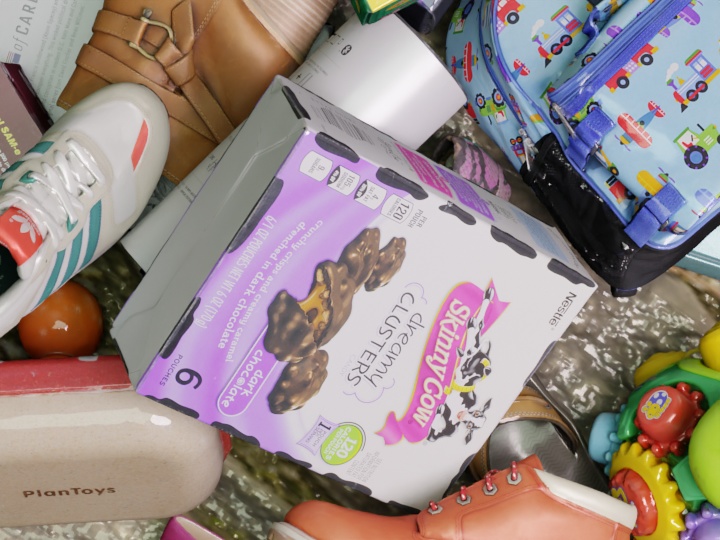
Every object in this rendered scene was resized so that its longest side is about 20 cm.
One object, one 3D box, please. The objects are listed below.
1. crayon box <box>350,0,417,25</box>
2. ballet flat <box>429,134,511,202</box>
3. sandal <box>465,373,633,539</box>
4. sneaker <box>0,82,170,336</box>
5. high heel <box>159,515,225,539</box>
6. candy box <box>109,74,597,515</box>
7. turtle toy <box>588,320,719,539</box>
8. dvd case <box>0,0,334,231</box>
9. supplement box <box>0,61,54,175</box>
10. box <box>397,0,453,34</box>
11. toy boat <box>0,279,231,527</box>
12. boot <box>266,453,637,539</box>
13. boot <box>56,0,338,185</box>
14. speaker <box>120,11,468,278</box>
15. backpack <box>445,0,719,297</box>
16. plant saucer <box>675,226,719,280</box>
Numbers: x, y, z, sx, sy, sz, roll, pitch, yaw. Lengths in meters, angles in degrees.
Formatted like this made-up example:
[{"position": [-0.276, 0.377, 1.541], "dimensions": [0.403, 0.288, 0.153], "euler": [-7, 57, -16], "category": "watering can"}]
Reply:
[{"position": [0.064, -0.229, 1.218], "dimensions": [0.199, 0.058, 0.120], "euler": [-26, 90, -2], "category": "crayon box"}, {"position": [0.000, 0.000, 1.312], "dimensions": [0.200, 0.069, 0.071], "euler": [-46, 115, -4], "category": "ballet flat"}, {"position": [0.085, 0.103, 1.323], "dimensions": [0.082, 0.055, 0.200], "euler": [-39, 91, -1], "category": "sandal"}, {"position": [-0.168, -0.024, 1.212], "dimensions": [0.200, 0.093, 0.070], "euler": [-45, 97, -15], "category": "sneaker"}, {"position": [-0.023, 0.197, 1.318], "dimensions": [0.198, 0.067, 0.097], "euler": [6, 98, 12], "category": "high heel"}, {"position": [-0.003, 0.019, 1.222], "dimensions": [0.199, 0.072, 0.168], "euler": [26, 107, -28], "category": "candy box"}, {"position": [0.195, 0.108, 1.259], "dimensions": [0.100, 0.200, 0.147], "euler": [-19, 81, -26], "category": "turtle toy"}, {"position": [-0.131, -0.102, 1.337], "dimensions": [0.198, 0.025, 0.152], "euler": [18, 90, 0], "category": "dvd case"}, {"position": [-0.253, -0.021, 1.298], "dimensions": [0.199, 0.061, 0.109], "euler": [-31, 94, 4], "category": "supplement box"}, {"position": [0.003, -0.253, 1.298], "dimensions": [0.199, 0.104, 0.149], "euler": [35, 89, 0], "category": "box"}, {"position": [-0.174, 0.066, 1.303], "dimensions": [0.198, 0.131, 0.132], "euler": [-3, 60, -1], "category": "toy boat"}, {"position": [0.052, 0.143, 1.231], "dimensions": [0.198, 0.075, 0.108], "euler": [17, 80, -6], "category": "boot"}, {"position": [-0.125, -0.156, 1.296], "dimensions": [0.200, 0.077, 0.156], "euler": [38, 93, -8], "category": "boot"}, {"position": [-0.038, -0.055, 1.274], "dimensions": [0.200, 0.081, 0.081], "euler": [-44, 90, -2], "category": "speaker"}, {"position": [0.152, -0.118, 1.277], "dimensions": [0.182, 0.135, 0.200], "euler": [-37, 80, -13], "category": "backpack"}, {"position": [0.221, -0.028, 1.344], "dimensions": [0.198, 0.019, 0.070], "euler": [18, 90, -1], "category": "plant saucer"}]
